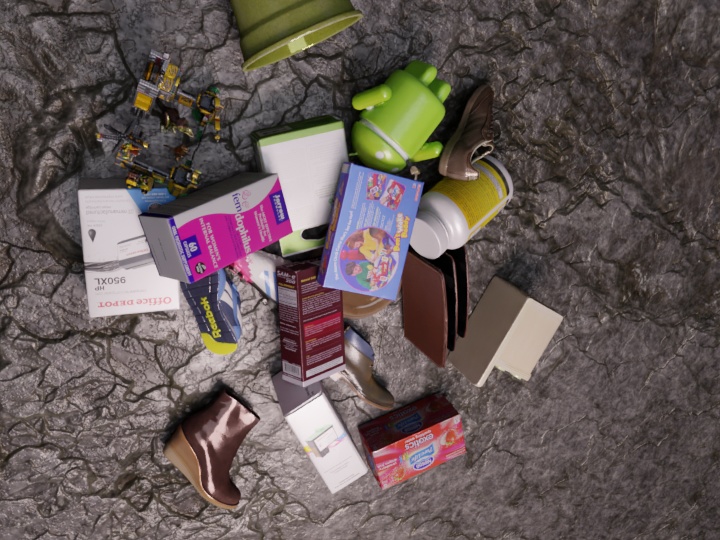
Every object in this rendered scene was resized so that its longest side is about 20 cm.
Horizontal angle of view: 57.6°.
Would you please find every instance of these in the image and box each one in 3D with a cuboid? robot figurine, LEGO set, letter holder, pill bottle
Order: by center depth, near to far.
[{"bbox_3d":[-0.276,-0.217,0.953,0.152,0.116,0.203,29,66,-18],"label":"LEGO set"},{"bbox_3d":[0.063,-0.251,1.103,0.201,0.116,0.175,-51,130,3],"label":"robot figurine"},{"bbox_3d":[0.172,-0.112,1.163,0.199,0.112,0.114,-40,119,-27],"label":"pill bottle"},{"bbox_3d":[0.153,0.055,1.210,0.099,0.142,0.203,-17,120,-23],"label":"letter holder"}]

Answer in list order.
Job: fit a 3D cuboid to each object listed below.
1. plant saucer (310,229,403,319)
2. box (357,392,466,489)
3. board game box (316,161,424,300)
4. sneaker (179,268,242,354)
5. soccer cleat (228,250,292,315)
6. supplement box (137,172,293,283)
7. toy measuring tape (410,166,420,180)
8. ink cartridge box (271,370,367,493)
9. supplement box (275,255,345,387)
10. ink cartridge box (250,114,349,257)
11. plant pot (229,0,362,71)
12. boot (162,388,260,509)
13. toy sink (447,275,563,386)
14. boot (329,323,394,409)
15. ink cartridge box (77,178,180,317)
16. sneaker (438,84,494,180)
[{"bbox_3d":[0.000,0.000,1.217,0.196,0.029,0.204,-7,111,-17],"label":"plant saucer"},{"bbox_3d":[0.106,0.345,1.338,0.197,0.095,0.101,-20,115,-13],"label":"box"},{"bbox_3d":[0.016,-0.063,1.083,0.132,0.045,0.204,11,97,-21],"label":"board game box"},{"bbox_3d":[-0.249,0.039,1.112,0.072,0.082,0.204,-5,112,12],"label":"sneaker"},{"bbox_3d":[-0.170,-0.005,1.138,0.087,0.069,0.200,-50,120,-16],"label":"soccer cleat"},{"bbox_3d":[-0.216,-0.071,1.001,0.199,0.102,0.103,-31,116,-37],"label":"supplement box"},{"bbox_3d":[0.046,-0.090,1.155,0.072,0.073,0.204,15,93,-24],"label":"toy measuring tape"},{"bbox_3d":[-0.078,0.284,1.221,0.083,0.145,0.202,-29,116,-6],"label":"ink cartridge box"},{"bbox_3d":[-0.085,0.085,1.137,0.108,0.060,0.204,-15,109,-45],"label":"supplement box"},{"bbox_3d":[-0.092,-0.143,1.107,0.145,0.076,0.203,-15,114,-15],"label":"ink cartridge box"},{"bbox_3d":[-0.120,-0.419,0.951,0.198,0.200,0.187,-26,104,-10],"label":"plant pot"},{"bbox_3d":[-0.246,0.335,1.216,0.166,0.072,0.201,-40,113,-1],"label":"boot"},{"bbox_3d":[0.290,0.138,1.316,0.111,0.130,0.202,26,97,-26],"label":"toy sink"},{"bbox_3d":[0.012,0.189,1.261,0.199,0.075,0.097,36,96,-25],"label":"boot"},{"bbox_3d":[-0.362,-0.038,1.037,0.142,0.084,0.204,-4,110,-20],"label":"ink cartridge box"},{"bbox_3d":[0.206,-0.236,1.149,0.202,0.074,0.071,-62,163,-21],"label":"sneaker"}]
